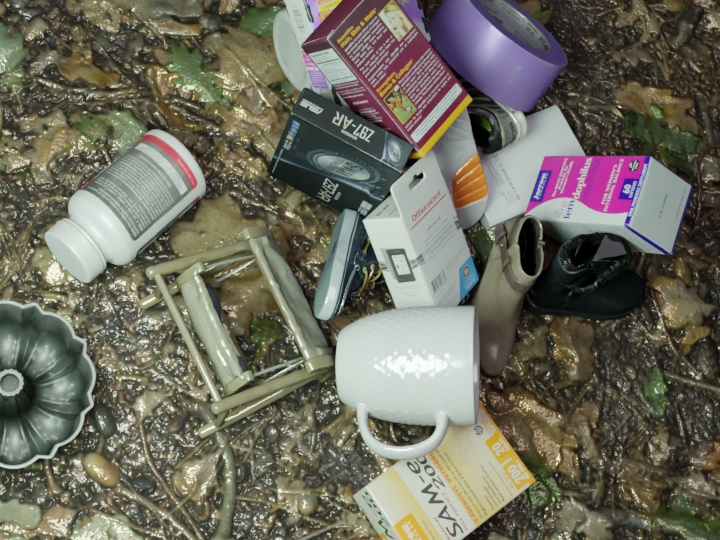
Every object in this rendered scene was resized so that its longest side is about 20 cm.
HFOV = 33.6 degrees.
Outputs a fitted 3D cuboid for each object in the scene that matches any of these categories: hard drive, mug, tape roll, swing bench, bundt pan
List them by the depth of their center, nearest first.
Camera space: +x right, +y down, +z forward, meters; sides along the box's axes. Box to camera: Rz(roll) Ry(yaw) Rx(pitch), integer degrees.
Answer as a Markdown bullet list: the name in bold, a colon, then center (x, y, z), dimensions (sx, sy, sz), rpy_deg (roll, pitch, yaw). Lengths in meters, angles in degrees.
- **bundt pan**: center (-0.416, 0.144, 1.420), dimensions (0.199, 0.076, 0.205), rpy_deg (6, 68, -14)
- **mug**: center (0.058, 0.141, 1.488), dimensions (0.172, 0.148, 0.202), rpy_deg (-1, 56, 9)
- **swing bench**: center (-0.146, 0.069, 1.499), dimensions (0.198, 0.130, 0.201), rpy_deg (-23, 77, -23)
- **tape roll**: center (0.196, -0.327, 1.718), dimensions (0.198, 0.085, 0.201), rpy_deg (30, 27, -17)
- **hard drive**: center (0.237, -0.153, 1.752), dimensions (0.198, 0.027, 0.133), rpy_deg (-23, 77, -22)

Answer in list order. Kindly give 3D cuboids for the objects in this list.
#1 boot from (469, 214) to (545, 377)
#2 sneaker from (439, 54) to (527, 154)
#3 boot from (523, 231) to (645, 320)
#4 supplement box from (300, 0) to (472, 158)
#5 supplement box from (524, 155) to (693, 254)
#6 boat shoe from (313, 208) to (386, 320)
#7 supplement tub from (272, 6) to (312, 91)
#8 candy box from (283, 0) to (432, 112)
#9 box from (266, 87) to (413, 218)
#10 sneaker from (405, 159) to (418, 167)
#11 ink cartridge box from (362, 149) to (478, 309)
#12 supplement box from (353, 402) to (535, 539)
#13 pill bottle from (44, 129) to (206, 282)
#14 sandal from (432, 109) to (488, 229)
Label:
- **boot**: center (0.200, 0.028, 1.605), dimensions (0.069, 0.146, 0.203), rpy_deg (7, 68, -15)
- **sneaker**: center (0.143, -0.237, 1.714), dimensions (0.199, 0.074, 0.087), rpy_deg (39, 52, 11)
- **boot**: center (0.335, 0.008, 1.640), dimensions (0.197, 0.168, 0.078), rpy_deg (-1, 70, -17)
- **supplement box**: center (0.034, -0.252, 1.524), dimensions (0.111, 0.085, 0.200), rpy_deg (-49, 112, -18)
- **supplement box**: center (0.337, -0.092, 1.643), dimensions (0.103, 0.199, 0.103), rpy_deg (27, 78, -34)
- **boat shoe**: center (0.000, 0.000, 1.572), dimensions (0.090, 0.071, 0.202), rpy_deg (24, 41, -9)
- **supplement tub**: center (-0.015, -0.339, 1.697), dimensions (0.198, 0.123, 0.124), rpy_deg (-24, 78, -23)
- **candy box**: center (0.007, -0.302, 1.604), dimensions (0.166, 0.071, 0.202), rpy_deg (-26, 111, -22)
- **box**: center (-0.031, -0.146, 1.574), dimensions (0.159, 0.200, 0.044), rpy_deg (28, 68, -5)
- **sneaker**: center (0.031, -0.195, 1.685), dimensions (0.197, 0.078, 0.081), rpy_deg (-5, 59, -19)
- **ink cartridge box**: center (0.076, -0.044, 1.573), dimensions (0.116, 0.066, 0.202), rpy_deg (-43, 120, -43)
- **supplement box**: center (0.107, 0.279, 1.522), dimensions (0.199, 0.074, 0.127), rpy_deg (-33, 81, -24)
- **pill bottle**: center (-0.300, -0.079, 1.520), dimensions (0.111, 0.111, 0.200), rpy_deg (43, 64, 3)
- **sandal**: center (0.130, -0.159, 1.671), dimensions (0.078, 0.059, 0.210), rpy_deg (-10, 113, -3)
